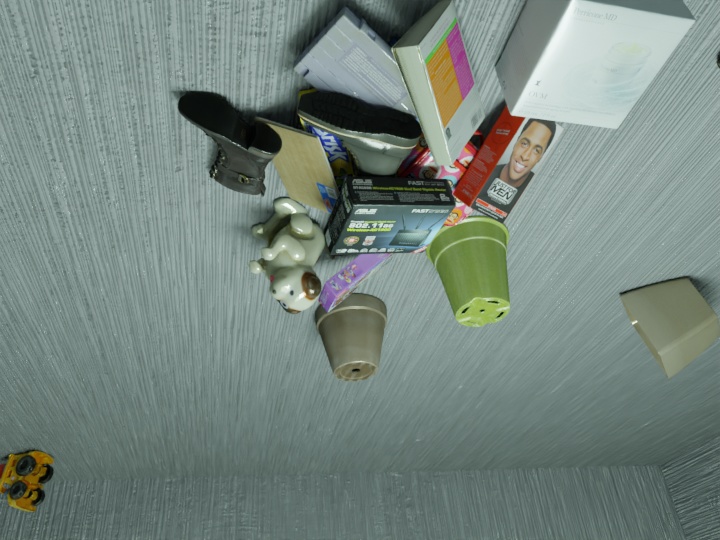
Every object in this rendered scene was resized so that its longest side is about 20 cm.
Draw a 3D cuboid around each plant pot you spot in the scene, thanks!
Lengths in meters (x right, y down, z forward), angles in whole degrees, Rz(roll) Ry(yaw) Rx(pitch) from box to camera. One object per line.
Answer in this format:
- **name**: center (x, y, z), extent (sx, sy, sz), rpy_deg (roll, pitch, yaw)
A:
- **plant pot**: center (0.856, 0.141, 1.609), extent (0.176, 0.202, 0.200), rpy_deg (-31, 140, 16)
- **plant pot**: center (-0.017, 0.186, 1.547), extent (0.196, 0.176, 0.201), rpy_deg (-5, 145, -3)
- **plant pot**: center (0.256, 0.016, 1.329), extent (0.196, 0.192, 0.201), rpy_deg (-3, 146, -2)

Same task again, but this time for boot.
- **boot**: center (-0.241, -0.208, 1.041), extent (0.198, 0.070, 0.174), rpy_deg (27, 150, -16)
- **boot**: center (-0.016, -0.201, 0.961), extent (0.197, 0.078, 0.139), rpy_deg (16, 145, -8)

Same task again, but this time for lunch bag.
- **lunch bag**: center (0.167, -0.190, 1.109), extent (0.199, 0.082, 0.176), rpy_deg (27, 117, -41)

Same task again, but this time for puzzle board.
- **puzzle board**: center (-0.101, -0.183, 1.061), extent (0.149, 0.017, 0.201), rpy_deg (23, 153, 31)

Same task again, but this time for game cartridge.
- **game cartridge**: center (0.010, -0.297, 0.919), extent (0.199, 0.039, 0.129), rpy_deg (34, 129, -29)

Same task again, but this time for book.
- **book**: center (0.131, -0.283, 0.900), extent (0.048, 0.134, 0.201), rpy_deg (11, 141, 39)

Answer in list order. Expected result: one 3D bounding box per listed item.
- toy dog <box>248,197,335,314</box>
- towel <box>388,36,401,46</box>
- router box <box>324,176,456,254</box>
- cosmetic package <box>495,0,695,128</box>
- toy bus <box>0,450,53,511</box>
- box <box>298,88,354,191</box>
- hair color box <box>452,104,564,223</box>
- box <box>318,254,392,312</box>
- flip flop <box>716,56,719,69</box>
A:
- **toy dog**: center (-0.140, -0.010, 1.222), extent (0.139, 0.203, 0.193), rpy_deg (-31, 138, 33)
- **towel**: center (0.059, -0.288, 0.989), extent (0.110, 0.049, 0.201), rpy_deg (10, 143, -20)
- **router box**: center (0.049, -0.094, 1.039), extent (0.197, 0.063, 0.150), rpy_deg (-3, 149, -22)
- **cosmetic package**: center (0.343, -0.340, 0.894), extent (0.196, 0.124, 0.201), rpy_deg (3, 143, -13)
- **toy bus**: center (-1.283, 0.788, 2.205), extent (0.189, 0.203, 0.136), rpy_deg (-4, 146, 11)
- **box**: center (-0.055, -0.225, 1.047), extent (0.069, 0.065, 0.201), rpy_deg (-9, 146, 4)
- **hair color box**: center (0.265, -0.196, 1.061), extent (0.101, 0.061, 0.202), rpy_deg (17, 110, -37)
- **box**: center (0.000, 0.000, 1.272), extent (0.199, 0.039, 0.137), rpy_deg (-39, 173, -20)
- **flip flop**: center (0.691, -0.326, 1.018), extent (0.198, 0.082, 0.058), rpy_deg (24, 122, -28)
